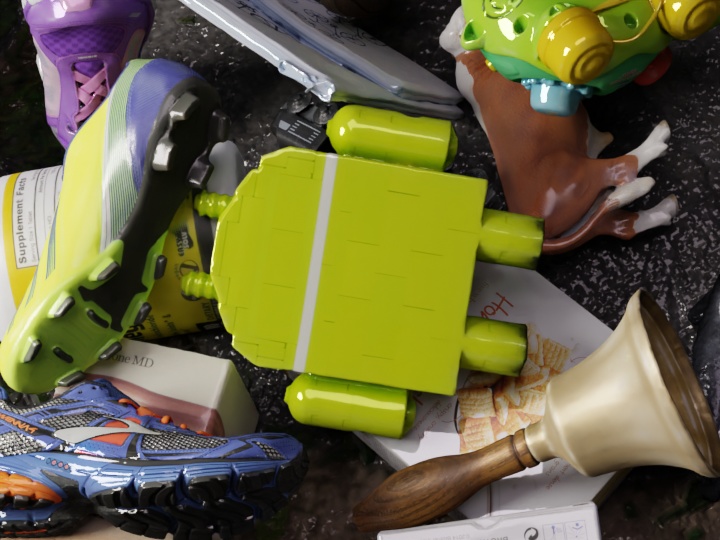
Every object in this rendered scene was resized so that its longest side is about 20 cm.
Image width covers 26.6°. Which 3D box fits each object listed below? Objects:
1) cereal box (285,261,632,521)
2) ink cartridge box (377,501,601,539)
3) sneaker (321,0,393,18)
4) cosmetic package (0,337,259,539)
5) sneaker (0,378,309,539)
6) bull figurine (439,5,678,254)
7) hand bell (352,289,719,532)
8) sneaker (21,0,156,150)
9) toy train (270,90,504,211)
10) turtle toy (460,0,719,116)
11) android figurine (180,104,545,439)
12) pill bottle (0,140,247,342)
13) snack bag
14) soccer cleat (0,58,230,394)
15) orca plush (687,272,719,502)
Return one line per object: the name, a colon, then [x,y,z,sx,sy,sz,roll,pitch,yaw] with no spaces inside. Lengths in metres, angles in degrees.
cereal box: [0.071,0.066,0.899,0.200,0.040,0.144,38,73,22]
ink cartridge box: [0.079,0.230,0.796,0.118,0.042,0.202,-8,76,3]
sneaker: [0.016,-0.197,0.959,0.075,0.200,0.071,24,85,11]
cosmetic package: [-0.136,0.147,0.854,0.102,0.087,0.202,9,64,12]
sneaker: [-0.125,0.092,0.792,0.198,0.076,0.079,1,60,5]
bull figurine: [0.123,-0.099,0.964,0.120,0.065,0.202,-11,62,-1]
hand bell: [0.082,0.097,0.818,0.199,0.104,0.105,-25,60,19]
sneaker: [-0.166,-0.120,0.949,0.080,0.200,0.089,-3,79,-9]
toy train: [0.012,-0.063,0.945,0.199,0.034,0.046,29,72,41]
turtle toy: [0.145,-0.163,0.909,0.199,0.102,0.146,-22,55,-18]
android figurine: [0.000,0.000,0.855,0.198,0.041,0.184,7,91,-2]
pill bottle: [-0.163,-0.009,0.924,0.198,0.113,0.113,-10,62,2]
snack bag: [-0.042,-0.154,0.954,0.188,0.200,0.022,37,107,21]
soccer cleat: [-0.146,-0.026,0.848,0.083,0.065,0.201,27,87,37]
orca plush: [0.227,0.039,0.899,0.105,0.071,0.202,28,74,-29]
